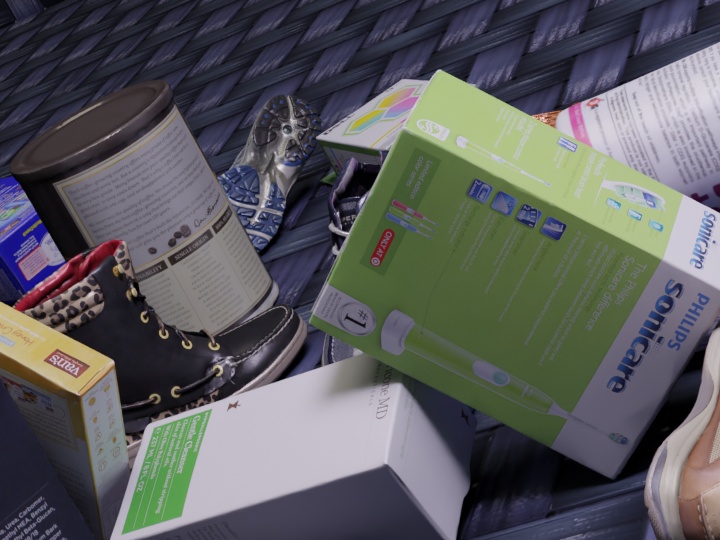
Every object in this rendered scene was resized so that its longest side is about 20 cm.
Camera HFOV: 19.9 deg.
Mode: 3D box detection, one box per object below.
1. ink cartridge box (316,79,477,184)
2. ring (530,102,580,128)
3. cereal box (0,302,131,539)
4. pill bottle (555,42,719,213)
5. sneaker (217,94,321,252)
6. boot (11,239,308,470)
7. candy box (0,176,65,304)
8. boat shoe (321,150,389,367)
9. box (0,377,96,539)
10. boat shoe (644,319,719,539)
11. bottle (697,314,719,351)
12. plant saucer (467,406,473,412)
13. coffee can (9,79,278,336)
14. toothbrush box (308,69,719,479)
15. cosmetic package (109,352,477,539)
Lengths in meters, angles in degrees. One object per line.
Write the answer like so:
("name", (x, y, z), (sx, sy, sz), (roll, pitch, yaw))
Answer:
("ink cartridge box", (0.031, -0.120, 1.844), (0.104, 0.059, 0.200), (-35, 20, -17))
("ring", (0.143, -0.085, 1.590), (0.200, 0.019, 0.200), (-12, 28, 6))
("cereal box", (-0.209, 0.111, 1.305), (0.144, 0.200, 0.040), (25, 48, 26))
("pill bottle", (0.245, -0.095, 1.406), (0.200, 0.113, 0.113), (-23, 20, 14))
("sneaker", (-0.100, -0.063, 1.877), (0.200, 0.077, 0.085), (-56, -1, -28))
("boot", (-0.149, 0.044, 1.529), (0.200, 0.151, 0.073), (-32, 19, -12))
("candy box", (-0.360, -0.035, 2.135), (0.200, 0.077, 0.169), (-5, 31, 47))
("boat shoe", (0.000, 0.000, 1.482), (0.075, 0.093, 0.200), (-14, 36, 23))
("box", (-0.266, 0.174, 1.283), (0.197, 0.200, 0.117), (-2, 31, 50))
("boat shoe", (0.217, 0.078, 1.079), (0.072, 0.076, 0.200), (-7, 37, 38))
("bottle", (0.185, 0.019, 1.270), (0.200, 0.065, 0.084), (-18, 21, 27))
("plant saucer", (0.041, 0.098, 1.338), (0.070, 0.019, 0.200), (-15, 22, 33))
("coffee can", (-0.176, -0.034, 1.692), (0.146, 0.200, 0.146), (-25, 19, 9))
("toothbrush box", (0.094, 0.003, 1.166), (0.146, 0.200, 0.086), (-65, -4, 33))
("cosmetic package", (-0.039, 0.128, 1.235), (0.200, 0.085, 0.108), (-21, 35, 27))
